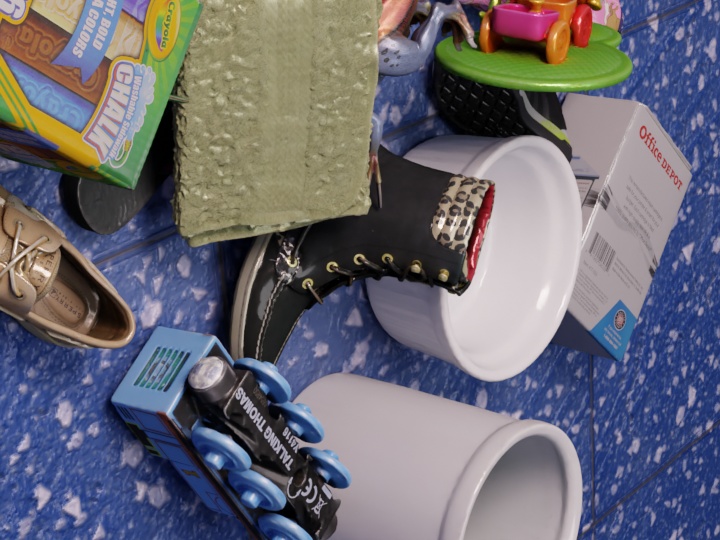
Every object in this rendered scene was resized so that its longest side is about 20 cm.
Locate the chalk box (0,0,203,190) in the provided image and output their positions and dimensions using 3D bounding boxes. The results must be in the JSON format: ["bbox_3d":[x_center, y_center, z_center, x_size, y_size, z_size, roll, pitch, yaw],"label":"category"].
[{"bbox_3d":[-0.186,-0.130,0.985,0.199,0.124,0.125,31,76,-50],"label":"chalk box"}]

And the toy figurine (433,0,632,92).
[{"bbox_3d":[0.144,-0.248,1.244,0.200,0.149,0.186,-34,133,-56],"label":"toy figurine"}]

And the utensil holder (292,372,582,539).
[{"bbox_3d":[0.045,0.179,1.311,0.169,0.199,0.172,-18,114,-47],"label":"utensil holder"}]

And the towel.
[{"bbox_3d":[-0.058,-0.111,1.110,0.147,0.037,0.202,-10,125,-19],"label":"towel"}]

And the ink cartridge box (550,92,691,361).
[{"bbox_3d":[0.216,-0.040,1.555,0.146,0.085,0.202,40,68,-50],"label":"ink cartridge box"}]

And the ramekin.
[{"bbox_3d":[0.091,-0.017,1.393,0.199,0.097,0.203,-18,114,-48],"label":"ramekin"}]

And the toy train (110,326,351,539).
[{"bbox_3d":[-0.086,0.125,1.196,0.087,0.113,0.201,-58,138,-26],"label":"toy train"}]

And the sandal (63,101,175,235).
[{"bbox_3d":[-0.120,-0.100,1.139,0.201,0.048,0.076,-55,138,-26],"label":"sandal"}]

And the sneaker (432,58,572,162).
[{"bbox_3d":[0.120,-0.154,1.433,0.200,0.071,0.084,43,43,-49],"label":"sneaker"}]

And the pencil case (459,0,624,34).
[{"bbox_3d":[0.142,-0.233,1.405,0.199,0.086,0.083,22,96,-51],"label":"pencil case"}]

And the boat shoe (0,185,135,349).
[{"bbox_3d":[-0.211,-0.010,1.037,0.200,0.064,0.072,39,70,-50],"label":"boat shoe"}]

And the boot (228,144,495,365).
[{"bbox_3d":[0.000,-0.001,1.229,0.074,0.152,0.206,60,49,-70],"label":"boot"}]

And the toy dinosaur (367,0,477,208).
[{"bbox_3d":[-0.019,-0.148,1.182,0.180,0.105,0.202,-26,131,-27],"label":"toy dinosaur"}]
